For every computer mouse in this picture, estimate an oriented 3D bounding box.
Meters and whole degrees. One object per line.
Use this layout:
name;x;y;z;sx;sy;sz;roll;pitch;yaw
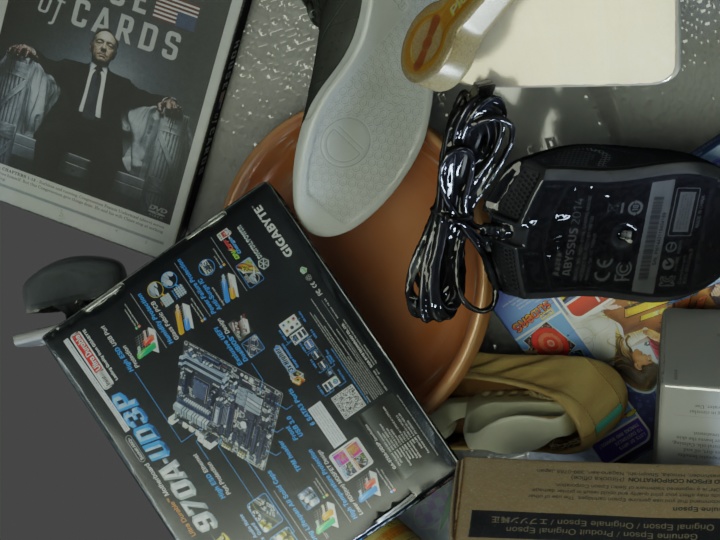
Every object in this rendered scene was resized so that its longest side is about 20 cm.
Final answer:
computer mouse;0.122;-0.036;1.467;0.199;0.053;0.139;4;113;-21

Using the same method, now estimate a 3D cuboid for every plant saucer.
plant saucer;0.000;0.000;1.550;0.199;0.037;0.201;0;89;37

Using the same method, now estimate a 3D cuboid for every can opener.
can opener;-0.132;0.011;1.591;0.199;0.053;0.067;-15;82;34

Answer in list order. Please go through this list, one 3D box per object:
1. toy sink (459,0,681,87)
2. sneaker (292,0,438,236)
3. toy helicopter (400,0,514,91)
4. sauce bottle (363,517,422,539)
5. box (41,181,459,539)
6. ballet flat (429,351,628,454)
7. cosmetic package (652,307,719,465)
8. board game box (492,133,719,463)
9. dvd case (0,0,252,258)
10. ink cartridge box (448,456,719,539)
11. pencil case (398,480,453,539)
toy sink;0.118;-0.209;1.447;0.130;0.112;0.201;0;103;14
sneaker;-0.003;-0.122;1.507;0.070;0.099;0.201;12;100;-24
toy helicopter;0.083;-0.178;1.354;0.079;0.133;0.200;20;123;-36
sauce bottle;-0.042;0.132;1.548;0.200;0.066;0.066;39;114;19
box;-0.061;0.075;1.487;0.159;0.046;0.200;-35;83;1
ballet flat;0.060;0.081;1.558;0.199;0.063;0.069;-4;119;31
cosmetic package;0.221;0.129;1.519;0.107;0.085;0.201;4;123;5
board game box;0.191;0.014;1.542;0.200;0.034;0.136;-33;97;22
dvd case;-0.155;-0.121;1.593;0.150;0.025;0.201;20;112;7
ink cartridge box;0.139;0.200;1.472;0.164;0.075;0.201;0;132;9
pencil case;0.077;0.204;1.604;0.200;0.091;0.083;40;155;-3
